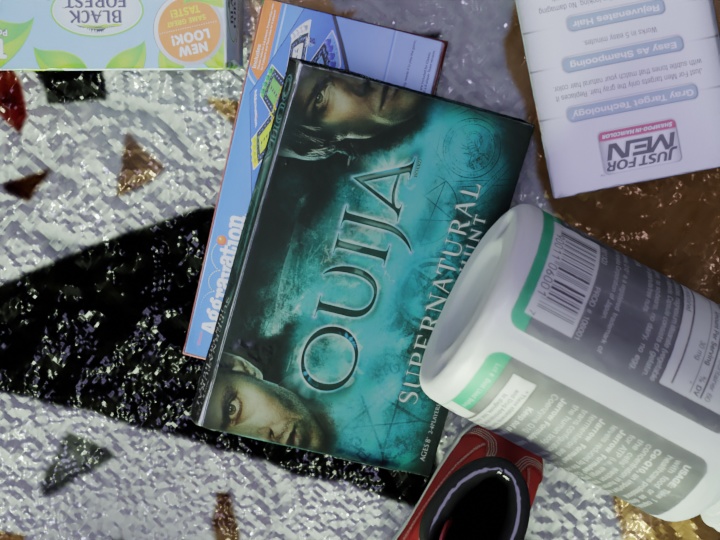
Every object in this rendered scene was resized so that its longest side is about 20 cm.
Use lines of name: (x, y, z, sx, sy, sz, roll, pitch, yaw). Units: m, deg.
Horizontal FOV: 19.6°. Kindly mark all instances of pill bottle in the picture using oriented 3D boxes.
pill bottle: (0.141, 0.058, 1.063, 0.200, 0.113, 0.113, 28, 99, -8)

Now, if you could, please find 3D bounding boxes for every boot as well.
boot: (0.033, 0.177, 1.086, 0.072, 0.144, 0.200, 25, 100, 3)

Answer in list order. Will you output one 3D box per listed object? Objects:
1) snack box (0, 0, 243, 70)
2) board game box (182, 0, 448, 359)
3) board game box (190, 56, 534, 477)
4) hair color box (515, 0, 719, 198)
snack box: (-0.136, -0.207, 1.113, 0.142, 0.053, 0.200, 1, 95, 8)
board game box: (-0.025, -0.039, 1.134, 0.103, 0.019, 0.200, 14, 98, 4)
board game box: (0.000, 0.000, 1.105, 0.135, 0.028, 0.200, 13, 98, -17)
hair color box: (0.131, -0.145, 1.080, 0.099, 0.061, 0.200, -10, 94, 9)
